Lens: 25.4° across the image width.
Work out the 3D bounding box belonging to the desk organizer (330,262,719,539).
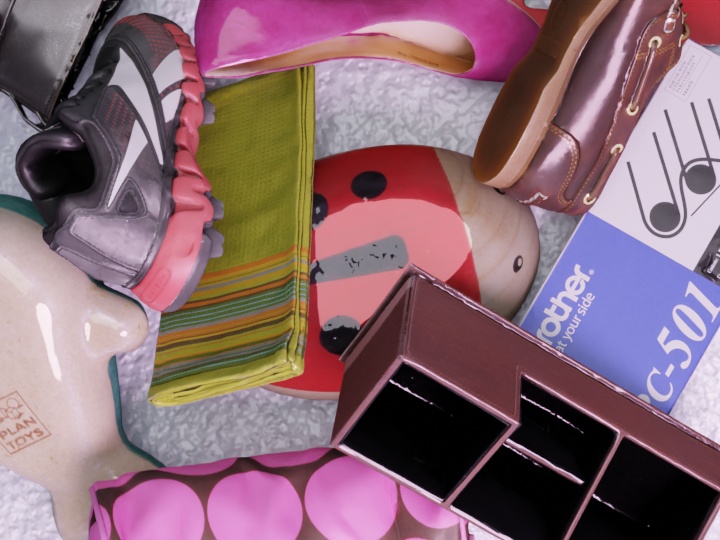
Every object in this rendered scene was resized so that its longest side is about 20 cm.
[{"bbox_3d":[0.087,0.089,0.801,0.200,0.077,0.072,30,120,-11],"label":"desk organizer"}]

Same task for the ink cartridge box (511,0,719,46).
[{"bbox_3d":[0.117,-0.222,0.875,0.200,0.084,0.176,4,85,2],"label":"ink cartridge box"}]

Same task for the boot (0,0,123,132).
[{"bbox_3d":[-0.208,-0.193,0.900,0.174,0.069,0.200,19,93,1],"label":"boot"}]

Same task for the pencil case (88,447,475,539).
[{"bbox_3d":[-0.037,0.141,0.820,0.200,0.094,0.091,-9,114,-11],"label":"pencil case"}]

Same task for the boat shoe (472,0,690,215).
[{"bbox_3d":[0.131,-0.122,0.823,0.070,0.070,0.200,20,112,-20],"label":"boat shoe"}]

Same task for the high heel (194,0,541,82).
[{"bbox_3d":[0.011,-0.115,0.851,0.200,0.067,0.096,20,63,-18],"label":"high heel"}]

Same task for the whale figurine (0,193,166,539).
[{"bbox_3d":[-0.173,0.049,0.862,0.159,0.104,0.200,-28,106,21],"label":"whale figurine"}]

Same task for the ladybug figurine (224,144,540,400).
[{"bbox_3d":[0.000,0.000,0.862,0.200,0.072,0.136,-18,84,0],"label":"ladybug figurine"}]

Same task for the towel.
[{"bbox_3d":[-0.066,-0.024,0.835,0.086,0.018,0.200,-15,52,22],"label":"towel"}]

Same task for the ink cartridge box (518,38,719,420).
[{"bbox_3d":[0.167,-0.016,0.871,0.094,0.044,0.200,31,87,7],"label":"ink cartridge box"}]

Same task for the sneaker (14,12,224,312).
[{"bbox_3d":[-0.128,-0.071,0.829,0.098,0.071,0.200,17,43,-26],"label":"sneaker"}]
